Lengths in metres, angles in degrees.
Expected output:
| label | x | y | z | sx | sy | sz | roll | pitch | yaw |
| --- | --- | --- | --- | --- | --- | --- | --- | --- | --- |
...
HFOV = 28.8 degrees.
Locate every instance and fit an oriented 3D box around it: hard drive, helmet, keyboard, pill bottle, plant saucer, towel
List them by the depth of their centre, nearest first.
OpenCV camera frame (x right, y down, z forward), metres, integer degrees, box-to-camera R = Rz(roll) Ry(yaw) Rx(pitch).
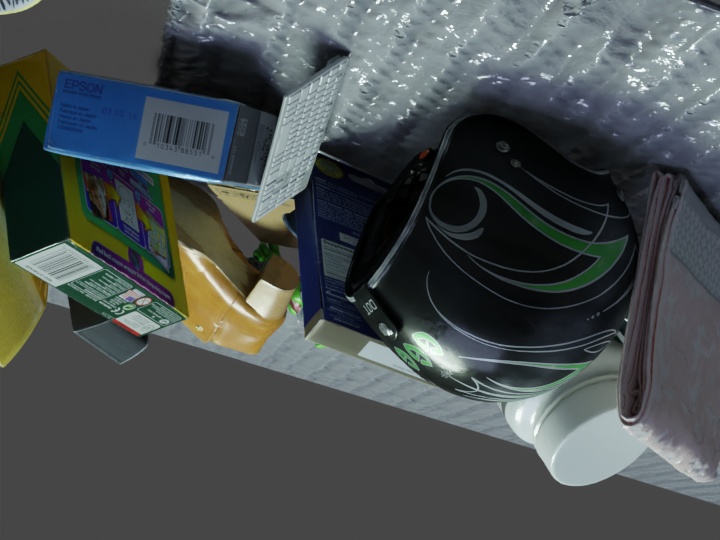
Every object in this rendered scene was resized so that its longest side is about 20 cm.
| label | x | y | z | sx | sy | sz | roll | pitch | yaw |
| --- | --- | --- | --- | --- | --- | --- | --- | --- | --- |
| helmet | 0.104 | -0.002 | 1.016 | 0.190 | 0.201 | 0.200 | 29 | 163 | -11 |
| keyboard | -0.048 | -0.092 | 1.031 | 0.011 | 0.056 | 0.200 | 44 | 156 | 9 |
| towel | 0.246 | 0.048 | 1.048 | 0.032 | 0.192 | 0.200 | 3 | 163 | 31 |
| plant saucer | -0.296 | -0.059 | 1.137 | 0.048 | 0.200 | 0.201 | -14 | 126 | 1 |
| pill bottle | 0.154 | 0.070 | 1.147 | 0.113 | 0.113 | 0.200 | 30 | -157 | -45 |
| hard drive | -0.238 | -0.026 | 1.286 | 0.042 | 0.201 | 0.135 | -13 | 161 | 6 |

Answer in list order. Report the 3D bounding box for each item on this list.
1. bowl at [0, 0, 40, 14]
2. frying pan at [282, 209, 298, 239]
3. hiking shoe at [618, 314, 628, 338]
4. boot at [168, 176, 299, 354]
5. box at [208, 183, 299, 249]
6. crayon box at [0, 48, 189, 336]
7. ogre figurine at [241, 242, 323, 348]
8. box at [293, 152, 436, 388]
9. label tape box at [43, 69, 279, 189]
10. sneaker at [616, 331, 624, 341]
| label | x | y | z | sx | sy | sz | roll | pitch | yaw |
| --- | --- | --- | --- | --- | --- | --- | --- | --- | --- |
| bowl | -0.244 | -0.222 | 0.724 | 0.200 | 0.095 | 0.201 | 15 | 166 | 4 |
| frying pan | -0.014 | -0.010 | 1.182 | 0.115 | 0.031 | 0.190 | 33 | -169 | -13 |
| hiking shoe | 0.224 | 0.025 | 1.147 | 0.086 | 0.075 | 0.200 | 16 | -175 | 22 |
| boot | -0.163 | 0.001 | 1.378 | 0.201 | 0.071 | 0.144 | 35 | 139 | -3 |
| box | -0.028 | -0.044 | 1.321 | 0.199 | 0.021 | 0.164 | 11 | 165 | 18 |
| crayon box | -0.220 | -0.059 | 1.155 | 0.058 | 0.173 | 0.200 | -20 | 155 | 14 |
| ogre figurine | -0.038 | 0.029 | 1.469 | 0.120 | 0.098 | 0.200 | 18 | 160 | 41 |
| box | 0.008 | -0.005 | 1.122 | 0.121 | 0.201 | 0.032 | 22 | 129 | -24 |
| label tape box | -0.136 | -0.104 | 1.093 | 0.143 | 0.064 | 0.200 | 12 | -177 | 12 |
| sneaker | 0.312 | 0.057 | 1.297 | 0.199 | 0.075 | 0.087 | -10 | 140 | 46 |
